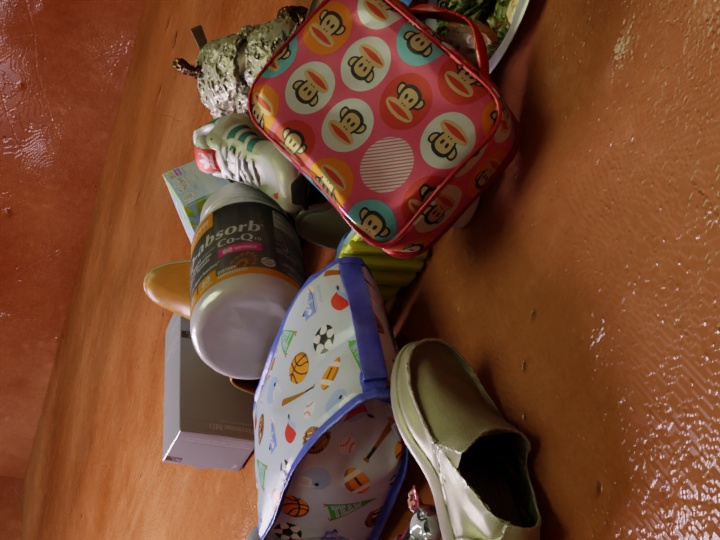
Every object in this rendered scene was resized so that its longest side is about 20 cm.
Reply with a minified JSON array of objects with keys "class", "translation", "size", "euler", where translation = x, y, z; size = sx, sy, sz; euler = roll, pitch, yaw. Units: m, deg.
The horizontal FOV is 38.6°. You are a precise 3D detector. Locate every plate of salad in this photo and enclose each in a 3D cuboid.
[{"class":"plate of salad","translation":[0.093,-0.249,0.872],"size":[0.200,0.047,0.203],"euler":[-169,90,-69]}]

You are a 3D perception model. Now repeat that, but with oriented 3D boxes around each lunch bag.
[{"class":"lunch bag","translation":[-0.017,0.115,0.873],"size":[0.171,0.122,0.202],"euler":[-104,26,-49]},{"class":"lunch bag","translation":[0.024,-0.130,0.805],"size":[0.176,0.082,0.200],"euler":[-47,66,11]}]

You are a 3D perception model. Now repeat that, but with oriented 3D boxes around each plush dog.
[{"class":"plush dog","translation":[-0.133,-0.266,1.336],"size":[0.170,0.160,0.203],"euler":[-13,67,37]}]

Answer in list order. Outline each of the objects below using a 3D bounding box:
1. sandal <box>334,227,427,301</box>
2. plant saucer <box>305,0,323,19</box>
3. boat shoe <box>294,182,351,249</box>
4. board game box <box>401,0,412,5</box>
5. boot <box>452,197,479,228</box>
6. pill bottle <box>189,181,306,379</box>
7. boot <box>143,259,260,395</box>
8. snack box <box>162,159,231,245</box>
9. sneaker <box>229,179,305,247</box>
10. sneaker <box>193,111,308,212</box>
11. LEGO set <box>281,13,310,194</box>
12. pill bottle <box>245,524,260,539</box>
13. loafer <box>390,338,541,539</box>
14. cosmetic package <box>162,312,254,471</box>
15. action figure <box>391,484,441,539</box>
[{"class":"sandal","translation":[0.000,0.000,0.947],"size":[0.088,0.079,0.201],"euler":[-98,30,-48]},{"class":"plant saucer","translation":[-0.022,-0.271,0.994],"size":[0.200,0.036,0.203],"euler":[-162,90,-80]},{"class":"boat shoe","translation":[-0.012,-0.080,1.018],"size":[0.200,0.074,0.067],"euler":[127,162,-66]},{"class":"board game box","translation":[0.054,-0.328,0.927],"size":[0.200,0.046,0.153],"euler":[145,143,-73]},{"class":"boot","translation":[0.034,-0.113,0.885],"size":[0.201,0.094,0.074],"euler":[-109,37,-51]},{"class":"pill bottle","translation":[-0.111,0.002,1.011],"size":[0.201,0.115,0.117],"euler":[-104,33,-54]},{"class":"boot","translation":[-0.135,0.063,1.076],"size":[0.145,0.198,0.071],"euler":[-93,16,-53]},{"class":"snack box","translation":[-0.158,-0.019,1.217],"size":[0.169,0.067,0.202],"euler":[-137,26,-65]},{"class":"sneaker","translation":[-0.106,-0.068,1.244],"size":[0.116,0.075,0.200],"euler":[57,180,6]},{"class":"sneaker","translation":[-0.114,-0.105,1.026],"size":[0.200,0.092,0.071],"euler":[-126,29,-56]},{"class":"LEGO set","translation":[-0.069,-0.173,1.137],"size":[0.201,0.114,0.155],"euler":[-105,34,-48]},{"class":"pill bottle","translation":[-0.071,0.336,0.906],"size":[0.114,0.113,0.203],"euler":[-137,61,-64]},{"class":"loafer","translation":[0.079,0.121,0.706],"size":[0.069,0.075,0.201],"euler":[-58,39,38]},{"class":"cosmetic package","translation":[-0.191,0.143,1.301],"size":[0.091,0.105,0.202],"euler":[122,148,-42]},{"class":"action figure","translation":[0.036,0.259,0.749],"size":[0.149,0.132,0.202],"euler":[48,-121,-64]}]
